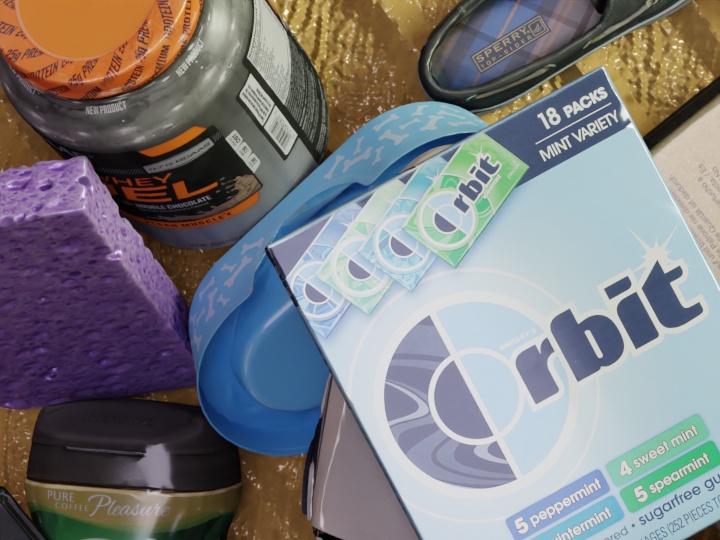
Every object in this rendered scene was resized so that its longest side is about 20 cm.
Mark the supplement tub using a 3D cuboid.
[{"bbox_3d":[-0.094,-0.094,1.281,0.122,0.200,0.123,-5,71,14],"label":"supplement tub"}]

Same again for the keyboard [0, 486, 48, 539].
[{"bbox_3d":[-0.151,0.207,1.323,0.104,0.040,0.200,-38,76,-5],"label":"keyboard"}]

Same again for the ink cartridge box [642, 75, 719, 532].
[{"bbox_3d":[0.192,0.020,1.295,0.165,0.075,0.200,-38,95,5],"label":"ink cartridge box"}]

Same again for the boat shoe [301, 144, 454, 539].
[{"bbox_3d":[0.014,0.039,1.296,0.074,0.093,0.201,18,89,-11],"label":"boat shoe"}]

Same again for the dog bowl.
[{"bbox_3d":[0.000,0.000,1.332,0.200,0.111,0.050,-42,40,9],"label":"dog bowl"}]

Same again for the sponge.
[{"bbox_3d":[-0.150,0.010,1.313,0.111,0.200,0.030,-8,63,11],"label":"sponge"}]

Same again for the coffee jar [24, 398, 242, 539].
[{"bbox_3d":[-0.112,0.163,1.363,0.104,0.085,0.201,3,93,17],"label":"coffee jar"}]

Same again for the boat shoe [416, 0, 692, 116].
[{"bbox_3d":[0.112,-0.138,1.329,0.200,0.057,0.069,-36,86,9],"label":"boat shoe"}]

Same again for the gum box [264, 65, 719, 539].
[{"bbox_3d":[0.078,0.038,1.227,0.169,0.045,0.201,-28,90,-3],"label":"gum box"}]
